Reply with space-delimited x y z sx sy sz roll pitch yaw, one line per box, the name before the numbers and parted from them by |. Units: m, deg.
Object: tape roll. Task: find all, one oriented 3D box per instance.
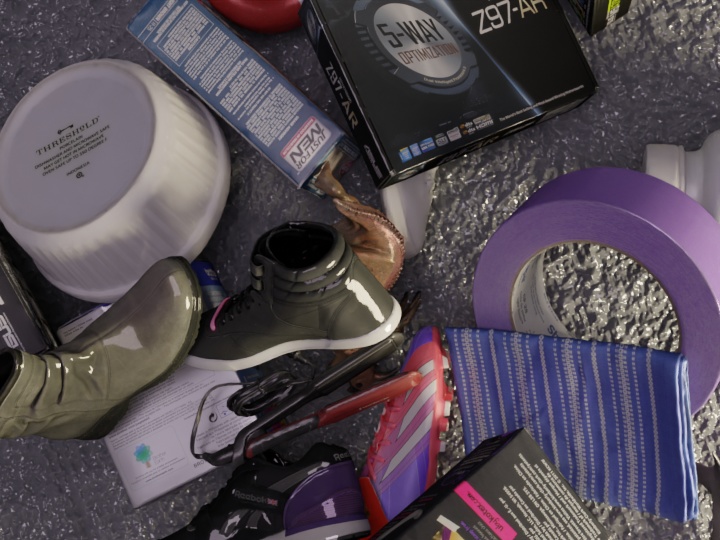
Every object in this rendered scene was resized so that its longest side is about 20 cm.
tape roll | 0.188 0.026 0.894 0.199 0.066 0.202 17 125 26

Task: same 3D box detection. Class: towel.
towel | 0.161 0.118 0.907 0.198 0.024 0.146 5 117 33

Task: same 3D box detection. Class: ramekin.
ramekin | -0.215 -0.083 0.974 0.200 0.094 0.204 -8 66 18

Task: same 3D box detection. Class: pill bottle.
pill bottle | 0.317 -0.052 0.899 0.198 0.111 0.112 4 90 11

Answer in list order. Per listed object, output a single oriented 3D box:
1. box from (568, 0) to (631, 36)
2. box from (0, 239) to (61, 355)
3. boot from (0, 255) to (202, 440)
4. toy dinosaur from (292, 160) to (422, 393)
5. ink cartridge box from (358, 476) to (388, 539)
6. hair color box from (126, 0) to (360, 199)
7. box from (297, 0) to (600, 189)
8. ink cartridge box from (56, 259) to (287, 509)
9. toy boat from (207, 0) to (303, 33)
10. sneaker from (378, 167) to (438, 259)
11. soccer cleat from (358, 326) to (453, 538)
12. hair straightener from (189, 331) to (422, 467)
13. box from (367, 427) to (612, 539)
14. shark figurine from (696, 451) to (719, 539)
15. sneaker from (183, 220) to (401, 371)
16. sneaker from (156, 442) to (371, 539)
box | 0.145 -0.289 0.890 0.047 0.200 0.194 -33 84 7
box | -0.317 0.002 0.993 0.049 0.161 0.201 -30 84 -9
boot | -0.214 0.069 0.888 0.200 0.130 0.068 -49 61 24
toy dinosaur | 0.000 0.000 0.944 0.135 0.201 0.086 33 55 7
ink cartridge box | -0.023 0.293 0.964 0.162 0.057 0.201 -25 94 26
hair color box | -0.094 -0.151 0.984 0.200 0.100 0.061 43 95 8
box | 0.072 -0.176 0.940 0.199 0.044 0.161 -22 85 -17
ink cartridge box | -0.166 0.081 1.006 0.136 0.076 0.201 -27 86 8
toy boat | -0.051 -0.285 0.962 0.199 0.131 0.131 -29 84 9
sneaker | 0.054 -0.112 0.975 0.088 0.075 0.202 -3 88 -2
soccer cleat | 0.035 0.146 0.970 0.076 0.067 0.202 5 96 7
hair straightener | -0.053 0.097 0.941 0.199 0.041 0.077 -27 70 8
box | 0.066 0.223 0.868 0.199 0.122 0.106 -37 85 -16
shark figurine | 0.252 0.255 0.920 0.128 0.089 0.215 37 98 8
sneaker | -0.075 0.015 0.891 0.198 0.071 0.100 -10 127 26
sneaker | -0.087 0.193 0.960 0.198 0.076 0.088 -17 76 19
